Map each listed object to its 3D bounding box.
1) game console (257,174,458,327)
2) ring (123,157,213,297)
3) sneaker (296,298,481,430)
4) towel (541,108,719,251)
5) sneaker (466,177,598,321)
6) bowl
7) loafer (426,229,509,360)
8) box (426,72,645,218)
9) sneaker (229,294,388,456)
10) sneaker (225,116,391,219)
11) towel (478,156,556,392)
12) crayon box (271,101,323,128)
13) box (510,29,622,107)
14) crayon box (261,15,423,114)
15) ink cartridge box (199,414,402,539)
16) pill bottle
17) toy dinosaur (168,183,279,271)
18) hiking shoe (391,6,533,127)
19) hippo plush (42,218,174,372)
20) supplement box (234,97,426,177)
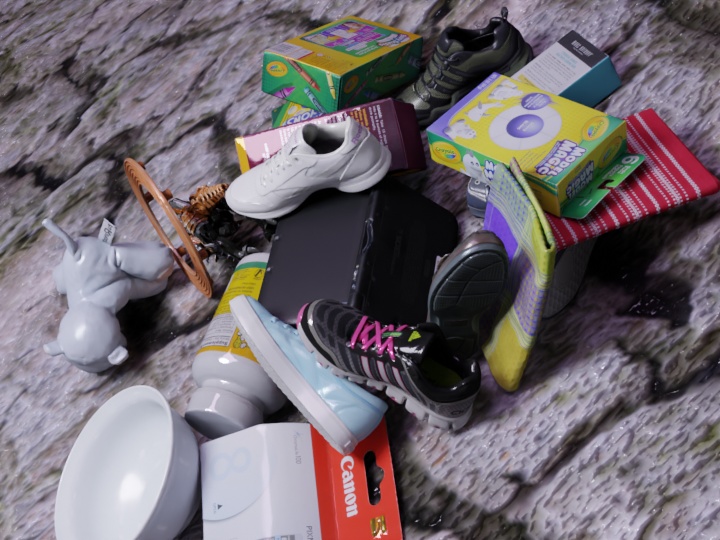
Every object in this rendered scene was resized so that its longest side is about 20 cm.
[{"bbox_3d":[0.000,0.000,1.290,0.116,0.176,0.200,-37,33,46],"label":"game console"},{"bbox_3d":[-0.234,-0.055,1.457,0.019,0.201,0.200,-34,39,-14],"label":"ring"},{"bbox_3d":[0.035,0.077,1.139,0.074,0.200,0.087,-59,1,-42],"label":"sneaker"},{"bbox_3d":[0.243,-0.090,1.182,0.200,0.023,0.145,-20,43,-4],"label":"towel"},{"bbox_3d":[0.166,-0.035,1.221,0.146,0.077,0.202,10,50,29],"label":"sneaker"},{"bbox_3d":[-0.234,0.233,1.259,0.201,0.090,0.201,-26,48,34],"label":"bowl"},{"bbox_3d":[0.095,0.018,1.150,0.072,0.200,0.063,0,54,-10],"label":"loafer"},{"bbox_3d":[0.178,-0.127,1.191,0.200,0.048,0.117,30,60,35],"label":"box"},{"bbox_3d":[-0.051,0.091,1.196,0.082,0.074,0.200,-38,79,-14],"label":"sneaker"},{"bbox_3d":[-0.071,-0.121,1.291,0.200,0.100,0.075,-17,51,23],"label":"sneaker"},{"bbox_3d":[0.142,0.009,1.140,0.023,0.200,0.144,-4,45,-15],"label":"towel"},{"bbox_3d":[-0.047,-0.162,1.524,0.126,0.052,0.200,-25,43,16],"label":"crayon box"},{"bbox_3d":[0.199,-0.190,1.368,0.200,0.049,0.082,-37,41,2],"label":"box"},{"bbox_3d":[-0.020,-0.266,1.499,0.119,0.058,0.200,22,34,26],"label":"crayon box"},{"bbox_3d":[-0.065,0.224,1.176,0.200,0.047,0.160,-22,50,17],"label":"ink cartridge box"},{"bbox_3d":[-0.120,0.090,1.302,0.113,0.113,0.200,-2,52,35],"label":"pill bottle"},{"bbox_3d":[-0.180,-0.055,1.454,0.102,0.136,0.200,-60,1,-2],"label":"toy dinosaur"},{"bbox_3d":[0.109,-0.256,1.456,0.200,0.101,0.076,-28,41,13],"label":"hiking shoe"},{"bbox_3d":[-0.314,0.045,1.472,0.159,0.200,0.161,0,70,-10],"label":"hippo plush"},{"bbox_3d":[-0.033,-0.139,1.397,0.200,0.110,0.086,-13,90,16],"label":"supplement box"}]
